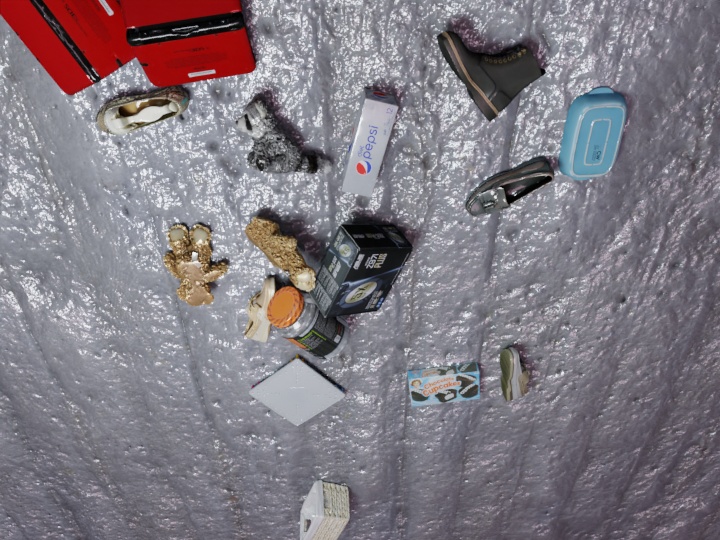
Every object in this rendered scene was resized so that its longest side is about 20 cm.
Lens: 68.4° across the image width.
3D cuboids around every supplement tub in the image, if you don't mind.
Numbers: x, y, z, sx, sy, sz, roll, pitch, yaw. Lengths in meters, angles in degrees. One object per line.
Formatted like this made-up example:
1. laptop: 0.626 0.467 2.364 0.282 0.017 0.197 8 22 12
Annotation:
1. supplement tub: -0.125 0.124 1.268 0.122 0.123 0.200 -29 139 17

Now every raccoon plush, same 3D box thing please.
1. raccoon plush: -0.150 -0.271 1.059 0.198 0.097 0.135 -6 117 -34

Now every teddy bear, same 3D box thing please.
1. teddy bear: -0.385 -0.017 1.230 0.144 0.067 0.202 -18 118 -1
2. teddy bear: -0.166 -0.039 1.165 0.067 0.200 0.145 -43 153 -14

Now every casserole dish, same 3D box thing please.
1. casserole dish: 0.480 -0.270 1.090 0.120 0.039 0.202 -3 127 0

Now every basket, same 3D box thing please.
1. basket: -0.121 0.826 1.792 0.122 0.136 0.201 13 125 -14

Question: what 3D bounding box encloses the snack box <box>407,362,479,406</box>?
1. snack box: 0.237 0.326 1.506 0.198 0.037 0.117 -8 125 4

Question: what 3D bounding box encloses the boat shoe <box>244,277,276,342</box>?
1. boat shoe: -0.249 0.100 1.304 0.068 0.074 0.201 7 126 -15

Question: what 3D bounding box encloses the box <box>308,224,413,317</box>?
1. box: 0.000 0.000 1.192 0.163 0.086 0.201 -2 132 -40

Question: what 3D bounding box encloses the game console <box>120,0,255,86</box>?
1. game console: -0.301 -0.438 0.934 0.198 0.120 0.173 -9 157 -1

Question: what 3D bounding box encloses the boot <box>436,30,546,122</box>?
1. boot: 0.242 -0.393 0.978 0.138 0.078 0.200 -37 132 17

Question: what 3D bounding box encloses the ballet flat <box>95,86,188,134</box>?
1. ballet flat: -0.425 -0.299 1.010 0.198 0.076 0.068 -14 126 8

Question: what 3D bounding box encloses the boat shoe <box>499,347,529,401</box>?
1. boat shoe: 0.429 0.281 1.466 0.068 0.075 0.201 -13 132 0

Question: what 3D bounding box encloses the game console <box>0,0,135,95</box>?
1. game console: -0.516 -0.441 0.940 0.172 0.118 0.201 -40 124 -12

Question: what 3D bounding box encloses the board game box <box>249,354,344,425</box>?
1. board game box: -0.179 0.344 1.510 0.199 0.026 0.200 -36 120 22

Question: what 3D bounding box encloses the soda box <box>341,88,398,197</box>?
1. soda box: 0.014 -0.254 1.067 0.067 0.064 0.201 10 125 -10

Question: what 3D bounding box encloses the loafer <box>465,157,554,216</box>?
1. loafer: 0.318 -0.172 1.137 0.199 0.063 0.072 -30 121 18
